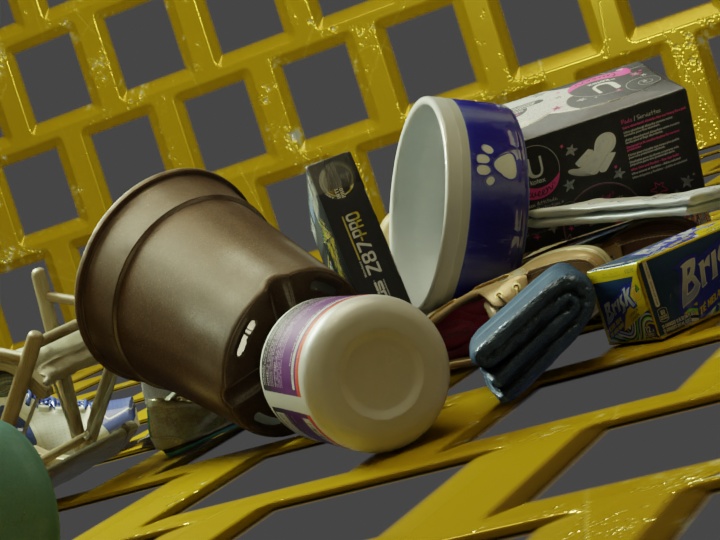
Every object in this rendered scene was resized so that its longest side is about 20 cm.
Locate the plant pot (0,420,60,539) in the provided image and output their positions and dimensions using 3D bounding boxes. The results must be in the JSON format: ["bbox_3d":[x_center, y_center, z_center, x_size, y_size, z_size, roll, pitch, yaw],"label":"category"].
[{"bbox_3d":[-0.284,0.158,1.115,0.199,0.202,0.187,-15,-11,40],"label":"plant pot"}]

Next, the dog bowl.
[{"bbox_3d":[0.088,-0.056,1.778,0.078,0.203,0.200,3,-2,-13],"label":"dog bowl"}]

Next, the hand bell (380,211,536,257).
[{"bbox_3d":[0.112,-0.022,1.969,0.103,0.105,0.199,-21,10,-34],"label":"hand bell"}]

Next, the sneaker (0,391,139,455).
[{"bbox_3d":[-0.329,0.147,1.956,0.197,0.116,0.081,-19,5,-3],"label":"sneaker"}]

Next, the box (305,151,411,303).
[{"bbox_3d":[0.000,0.000,1.747,0.049,0.163,0.200,-18,-13,-5],"label":"box"}]

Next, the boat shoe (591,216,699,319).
[{"bbox_3d":[0.216,0.010,1.696,0.199,0.076,0.072,-23,8,40],"label":"boat shoe"}]

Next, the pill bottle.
[{"bbox_3d":[-0.011,0.075,1.456,0.111,0.114,0.200,-19,4,-15],"label":"pill bottle"}]

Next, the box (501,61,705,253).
[{"bbox_3d":[0.215,-0.114,1.891,0.198,0.116,0.132,-17,21,-8],"label":"box"}]

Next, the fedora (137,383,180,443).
[{"bbox_3d":[-0.168,0.083,1.911,0.177,0.091,0.200,-41,8,-29],"label":"fedora"}]

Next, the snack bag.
[{"bbox_3d":[0.276,-0.062,1.710,0.199,0.022,0.188,-10,3,-42],"label":"snack bag"}]

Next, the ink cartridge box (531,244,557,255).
[{"bbox_3d":[0.208,-0.030,2.170,0.198,0.086,0.146,-21,4,-12],"label":"ink cartridge box"}]

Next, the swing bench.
[{"bbox_3d":[-0.299,0.121,1.769,0.128,0.202,0.199,9,16,21],"label":"swing bench"}]

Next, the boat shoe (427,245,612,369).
[{"bbox_3d":[0.128,0.041,1.664,0.199,0.074,0.069,-27,2,28],"label":"boat shoe"}]

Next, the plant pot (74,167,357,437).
[{"bbox_3d":[-0.111,0.036,1.671,0.199,0.202,0.198,-21,31,-34],"label":"plant pot"}]

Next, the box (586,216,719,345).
[{"bbox_3d":[0.281,-0.003,1.551,0.199,0.065,0.070,-21,5,-31],"label":"box"}]

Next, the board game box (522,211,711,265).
[{"bbox_3d":[0.248,-0.011,1.850,0.199,0.062,0.199,-18,1,41],"label":"board game box"}]

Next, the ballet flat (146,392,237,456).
[{"bbox_3d":[-0.107,0.111,1.798,0.199,0.063,0.067,-20,4,-28],"label":"ballet flat"}]

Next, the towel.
[{"bbox_3d":[0.135,0.044,1.503,0.112,0.049,0.200,-42,-1,4],"label":"towel"}]
